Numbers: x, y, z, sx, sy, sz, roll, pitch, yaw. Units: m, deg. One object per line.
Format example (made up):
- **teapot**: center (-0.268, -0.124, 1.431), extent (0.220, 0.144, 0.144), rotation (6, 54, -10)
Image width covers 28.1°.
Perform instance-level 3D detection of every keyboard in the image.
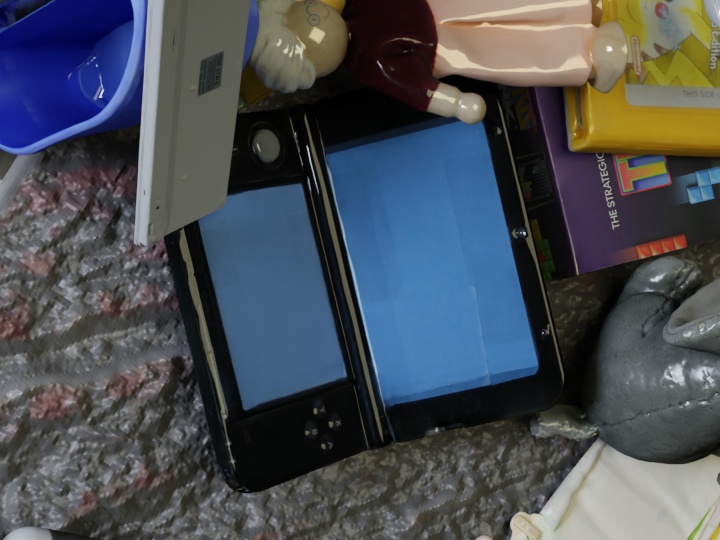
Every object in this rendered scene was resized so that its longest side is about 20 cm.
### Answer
- **keyboard**: center (-0.076, -0.088, 0.657), extent (0.011, 0.200, 0.056), rotation (40, 53, 21)

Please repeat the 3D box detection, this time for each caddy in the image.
- **caddy**: center (-0.142, -0.135, 0.700), extent (0.105, 0.200, 0.142), rotation (-16, 92, -40)

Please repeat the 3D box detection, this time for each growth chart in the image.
- **growth chart**: center (0.178, 0.155, 0.896), extent (0.200, 0.018, 0.145), rotation (-43, 102, -21)

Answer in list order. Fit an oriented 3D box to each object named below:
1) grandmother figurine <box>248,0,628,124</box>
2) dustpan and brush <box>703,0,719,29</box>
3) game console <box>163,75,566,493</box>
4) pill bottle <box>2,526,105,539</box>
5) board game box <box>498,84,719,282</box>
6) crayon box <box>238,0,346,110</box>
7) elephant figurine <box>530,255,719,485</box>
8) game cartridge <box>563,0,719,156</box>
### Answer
- **grandmother figurine**: center (0.034, -0.126, 0.771), extent (0.199, 0.121, 0.061), rotation (-5, 127, -14)
- **dustpan and brush**: center (0.181, -0.216, 0.821), extent (0.139, 0.057, 0.201), rotation (-10, 86, -24)
- **game console**: center (0.000, 0.000, 0.776), extent (0.176, 0.116, 0.201), rotation (-13, 89, -49)
- **pill bottle**: center (-0.132, 0.190, 0.709), extent (0.199, 0.114, 0.114), rotation (16, 79, -21)
- **board game box**: center (0.166, -0.107, 0.897), extent (0.165, 0.057, 0.201), rotation (-14, 90, -25)
- **crayon box**: center (-0.037, -0.183, 0.821), extent (0.200, 0.052, 0.126), rotation (-35, 98, -22)
- **elephant figurine**: center (0.223, 0.052, 0.807), extent (0.141, 0.200, 0.156), rotation (27, 78, -21)
- **game cartridge**: center (0.211, -0.157, 0.872), extent (0.199, 0.032, 0.177), rotation (-1, 82, -21)
